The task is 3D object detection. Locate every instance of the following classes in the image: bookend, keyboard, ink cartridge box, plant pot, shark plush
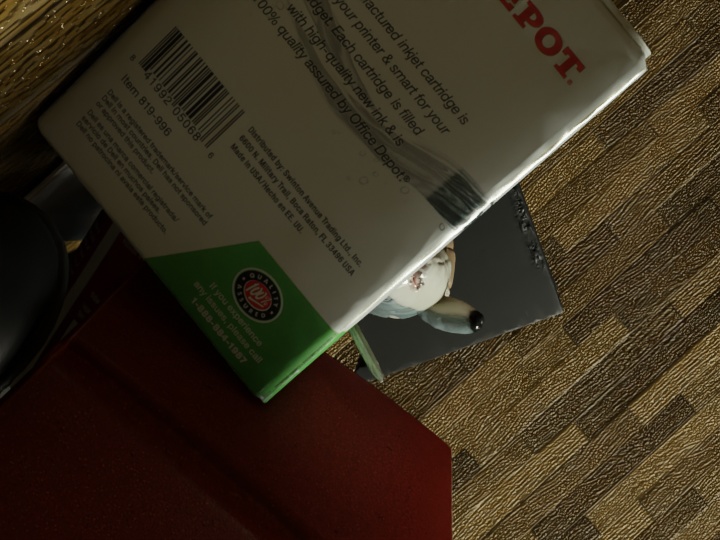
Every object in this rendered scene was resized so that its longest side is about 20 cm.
[{"bbox_3d":[0.055,-0.030,1.043,0.198,0.201,0.092,-21,-171,10],"label":"bookend"},{"bbox_3d":[-0.143,-0.038,0.632,0.056,0.011,0.200,-46,179,5],"label":"keyboard"},{"bbox_3d":[-0.004,-0.071,0.469,0.199,0.147,0.083,-40,179,15],"label":"ink cartridge box"},{"bbox_3d":[-0.090,0.114,0.501,0.200,0.176,0.200,-42,-172,13],"label":"plant pot"},{"bbox_3d":[0.000,0.000,0.787,0.082,0.092,0.199,-16,-169,-25],"label":"shark plush"}]

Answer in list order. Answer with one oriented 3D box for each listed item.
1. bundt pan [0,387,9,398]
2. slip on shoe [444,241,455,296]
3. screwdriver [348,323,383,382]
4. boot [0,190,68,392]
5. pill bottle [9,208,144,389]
[{"bbox_3d":[-0.258,0.113,0.834,0.201,0.076,0.202,-40,178,-2],"label":"bundt pan"},{"bbox_3d":[-0.017,-0.022,0.971,0.076,0.197,0.061,85,19,-79],"label":"slip on shoe"},{"bbox_3d":[-0.035,-0.025,0.564,0.029,0.201,0.028,-6,141,-24],"label":"screwdriver"},{"bbox_3d":[-0.154,0.011,0.336,0.211,0.080,0.158,-39,178,-40],"label":"boot"},{"bbox_3d":[-0.116,0.036,0.627,0.201,0.112,0.113,-55,176,10],"label":"pill bottle"}]
